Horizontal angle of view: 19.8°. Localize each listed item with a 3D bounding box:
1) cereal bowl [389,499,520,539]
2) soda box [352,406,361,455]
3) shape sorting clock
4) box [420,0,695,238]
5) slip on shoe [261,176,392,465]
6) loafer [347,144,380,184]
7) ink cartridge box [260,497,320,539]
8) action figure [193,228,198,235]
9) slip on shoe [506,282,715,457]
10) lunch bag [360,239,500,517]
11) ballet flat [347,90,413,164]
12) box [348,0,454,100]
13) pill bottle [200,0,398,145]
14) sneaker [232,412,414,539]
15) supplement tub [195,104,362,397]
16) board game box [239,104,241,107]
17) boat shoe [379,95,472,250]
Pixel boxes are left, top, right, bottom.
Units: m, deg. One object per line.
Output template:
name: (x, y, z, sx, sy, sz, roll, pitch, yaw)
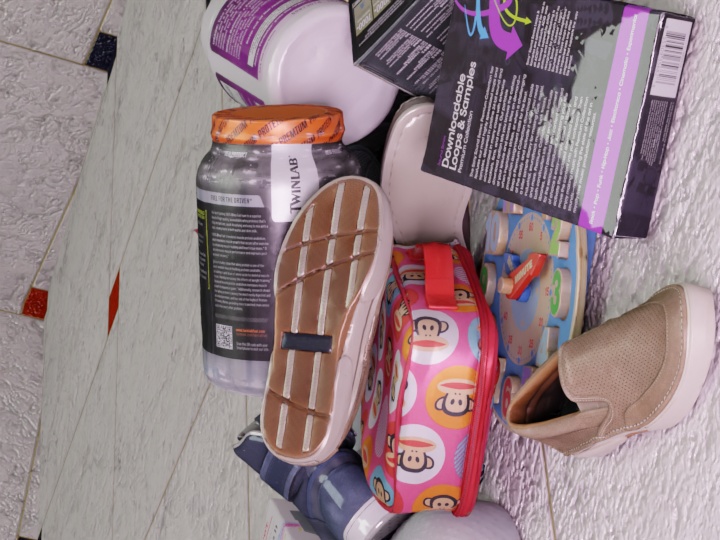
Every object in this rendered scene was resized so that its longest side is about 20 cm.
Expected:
cereal bowl: (0.046, 0.258, 1.456, 0.200, 0.083, 0.200, -171, 90, -76)
soda box: (0.011, 0.138, 1.675, 0.200, 0.068, 0.064, 131, 145, -63)
shape sorting clock: (0.115, 0.013, 1.429, 0.200, 0.039, 0.200, -171, 90, -75)
box: (0.123, -0.112, 1.342, 0.200, 0.036, 0.143, 23, 106, 49)
slip on shoe: (-0.019, 0.036, 1.425, 0.061, 0.076, 0.200, 25, -108, -68)
loafer: (0.000, 0.000, 1.645, 0.063, 0.072, 0.200, -8, 104, 42)
ink cartridge box: (-0.050, 0.277, 1.819, 0.200, 0.067, 0.117, -130, 51, -70)
action figure: (-0.050, -0.005, 1.753, 0.134, 0.200, 0.149, -50, 13, 18)
slip on shoe: (0.148, 0.061, 1.235, 0.200, 0.061, 0.076, 133, 143, -64)
lunch bag: (0.047, 0.062, 1.460, 0.200, 0.082, 0.176, -102, 17, -68)
ballet flat: (0.051, -0.135, 1.617, 0.200, 0.066, 0.057, -29, 49, 35)
box: (0.082, -0.247, 1.500, 0.200, 0.086, 0.164, -43, 36, 35)
pill bottle: (-0.055, -0.172, 1.629, 0.200, 0.112, 0.112, 37, 117, 60)
sneaker: (-0.023, 0.169, 1.582, 0.077, 0.146, 0.202, -44, -19, -16)
supplement tub: (-0.058, -0.017, 1.503, 0.123, 0.122, 0.200, -139, 47, -72)
board game box: (-0.046, -0.126, 1.817, 0.148, 0.064, 0.200, 68, -142, -50)
boat shoe: (0.051, -0.051, 1.551, 0.060, 0.072, 0.200, -105, 3, -52)
